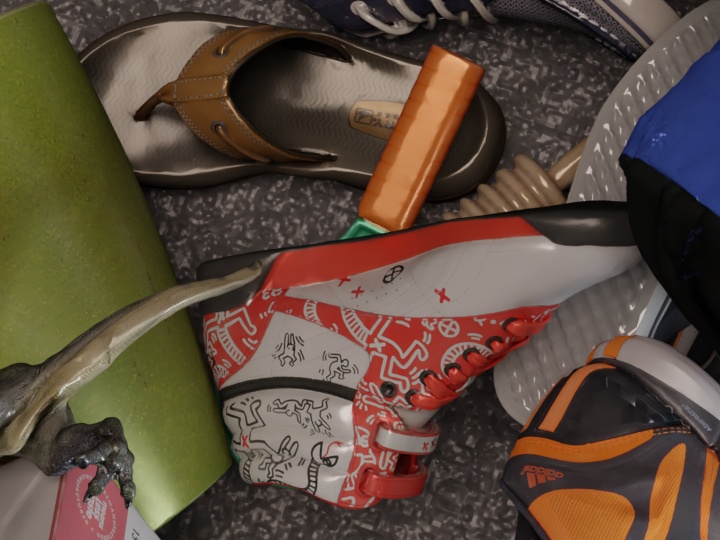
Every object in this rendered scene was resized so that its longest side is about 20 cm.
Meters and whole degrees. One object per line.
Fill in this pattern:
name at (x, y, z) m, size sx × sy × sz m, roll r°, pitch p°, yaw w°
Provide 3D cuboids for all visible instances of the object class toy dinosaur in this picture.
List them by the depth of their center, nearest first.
toy dinosaur at (-0.122, 0.059, 0.812) m, size 0.200 × 0.088 × 0.047 m, roll -29°, pitch 119°, yaw 6°

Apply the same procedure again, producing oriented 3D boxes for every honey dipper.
honey dipper at (0.122, -0.071, 0.970) m, size 0.200 × 0.038 × 0.038 m, roll -39°, pitch 79°, yaw -3°

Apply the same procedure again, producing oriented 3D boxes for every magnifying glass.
magnifying glass at (0.000, 0.000, 0.956) m, size 0.080 × 0.022 × 0.200 m, roll 26°, pitch 97°, yaw 7°

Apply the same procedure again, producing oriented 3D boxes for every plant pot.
plant pot at (-0.147, 0.025, 0.923) m, size 0.187 × 0.187 × 0.200 m, roll -35°, pitch 93°, yaw -1°

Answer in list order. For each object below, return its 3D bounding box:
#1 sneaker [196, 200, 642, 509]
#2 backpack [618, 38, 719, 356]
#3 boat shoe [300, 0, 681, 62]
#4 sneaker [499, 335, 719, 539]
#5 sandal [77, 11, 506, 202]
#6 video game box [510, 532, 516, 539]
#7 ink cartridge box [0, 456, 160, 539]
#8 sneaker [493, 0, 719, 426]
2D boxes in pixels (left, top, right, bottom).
sneaker at (0.031, 0.035, 0.897) m, size 0.201 × 0.067 × 0.108 m, roll -9°, pitch 90°, yaw 26°
backpack at (0.188, -0.020, 0.776) m, size 0.162 × 0.200 × 0.168 m, roll 38°, pitch 90°, yaw 37°
boat shoe at (0.038, -0.126, 0.977) m, size 0.200 × 0.075 × 0.093 m, roll 36°, pitch 92°, yaw 19°
sneaker at (0.131, 0.124, 0.803) m, size 0.200 × 0.078 × 0.112 m, roll 39°, pitch 62°, yaw 10°
sandal at (-0.037, -0.070, 0.977) m, size 0.200 × 0.055 × 0.082 m, roll 11°, pitch 83°, yaw 7°
video game box at (0.183, 0.146, 0.877) m, size 0.200 × 0.047 × 0.182 m, roll -20°, pitch 75°, yaw -29°
ink cartridge box at (-0.087, 0.176, 0.858) m, size 0.067 × 0.117 × 0.200 m, roll -23°, pitch 123°, yaw 17°
sneaker at (0.127, -0.019, 0.934) m, size 0.078 × 0.079 × 0.200 m, roll 34°, pitch 95°, yaw 29°
